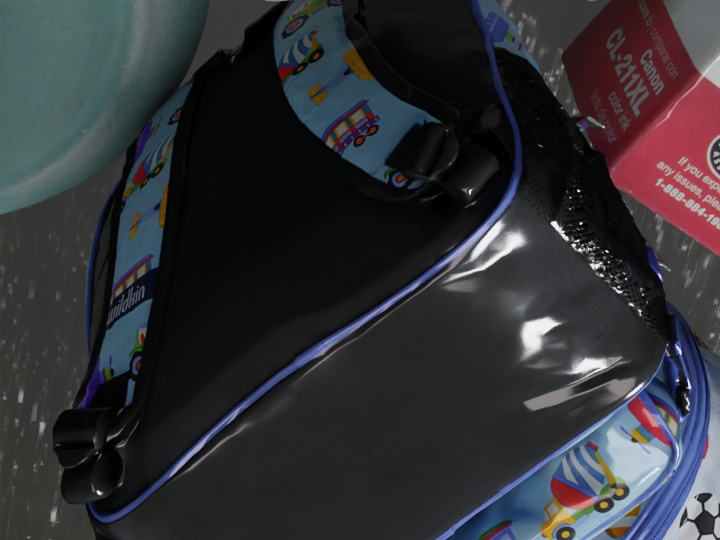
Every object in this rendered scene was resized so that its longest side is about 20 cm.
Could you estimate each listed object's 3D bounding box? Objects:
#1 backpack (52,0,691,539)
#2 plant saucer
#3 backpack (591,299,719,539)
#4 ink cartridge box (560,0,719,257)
[{"bbox_3d":[0.000,0.000,0.760,0.182,0.200,0.134,-38,120,17],"label":"backpack"},{"bbox_3d":[-0.147,-0.092,0.783,0.199,0.036,0.201,-3,123,-4],"label":"plant saucer"},{"bbox_3d":[0.066,0.097,0.852,0.190,0.200,0.154,-44,119,6],"label":"backpack"},{"bbox_3d":[0.188,-0.087,0.794,0.145,0.083,0.200,31,115,-23],"label":"ink cartridge box"}]
